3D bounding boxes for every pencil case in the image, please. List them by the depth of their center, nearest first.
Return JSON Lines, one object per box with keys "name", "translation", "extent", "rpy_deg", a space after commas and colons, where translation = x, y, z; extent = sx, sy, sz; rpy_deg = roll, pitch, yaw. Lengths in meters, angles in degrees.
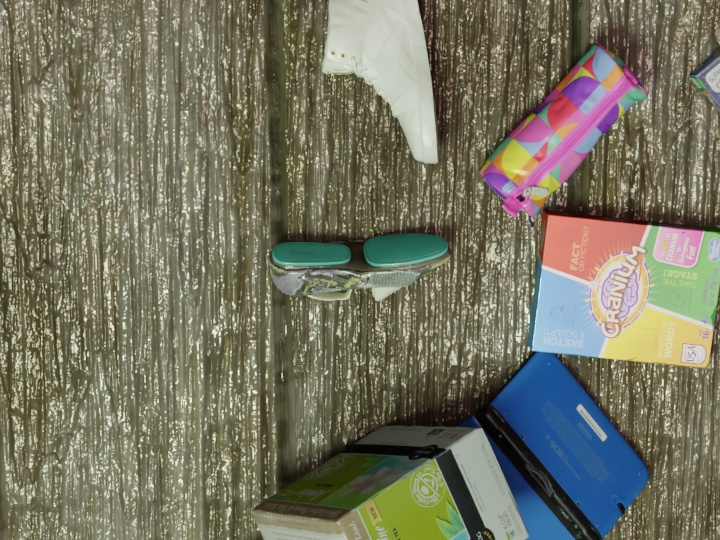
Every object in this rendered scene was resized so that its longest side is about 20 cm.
{"name": "pencil case", "translation": [0.214, -0.144, 1.621], "extent": [0.088, 0.088, 0.200], "rpy_deg": [40, 95, -7]}

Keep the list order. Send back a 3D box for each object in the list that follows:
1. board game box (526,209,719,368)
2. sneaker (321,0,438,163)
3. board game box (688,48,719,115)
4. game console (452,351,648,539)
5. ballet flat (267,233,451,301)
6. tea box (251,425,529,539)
{"name": "board game box", "translation": [0.290, 0.021, 1.669], "extent": [0.198, 0.040, 0.155], "rpy_deg": [5, 99, -2]}
{"name": "sneaker", "translation": [0.019, -0.205, 1.617], "extent": [0.114, 0.074, 0.202], "rpy_deg": [-11, 89, 2]}
{"name": "board game box", "translation": [0.472, -0.223, 1.636], "extent": [0.200, 0.034, 0.136], "rpy_deg": [-39, 97, 5]}
{"name": "game console", "translation": [0.192, 0.219, 1.710], "extent": [0.171, 0.118, 0.200], "rpy_deg": [-44, 99, -26]}
{"name": "ballet flat", "translation": [0.000, 0.000, 1.655], "extent": [0.198, 0.072, 0.073], "rpy_deg": [-3, 99, 0]}
{"name": "tea box", "translation": [0.028, 0.264, 1.589], "extent": [0.196, 0.199, 0.135], "rpy_deg": [-30, 100, -29]}
